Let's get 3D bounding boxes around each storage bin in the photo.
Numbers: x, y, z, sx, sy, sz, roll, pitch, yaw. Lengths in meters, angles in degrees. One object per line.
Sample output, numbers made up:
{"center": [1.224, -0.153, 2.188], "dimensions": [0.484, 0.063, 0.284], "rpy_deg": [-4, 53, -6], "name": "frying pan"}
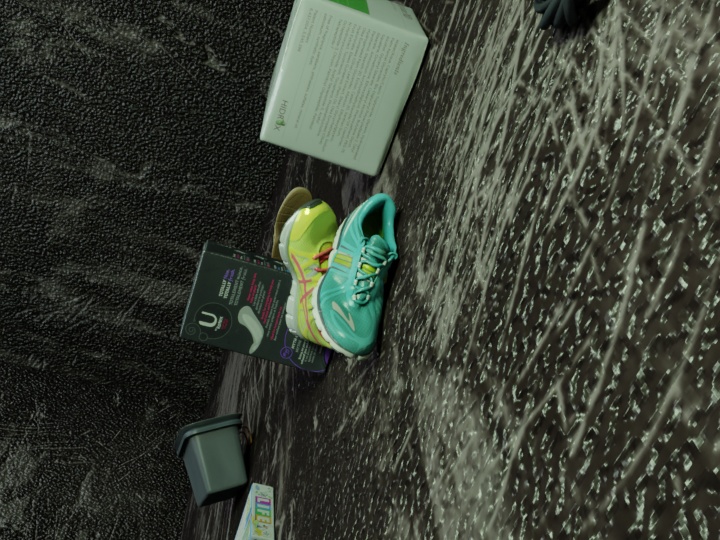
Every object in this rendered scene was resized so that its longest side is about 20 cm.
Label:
{"center": [-0.283, 0.383, 1.492], "dimensions": [0.200, 0.145, 0.135], "rpy_deg": [-53, 51, 58], "name": "storage bin"}

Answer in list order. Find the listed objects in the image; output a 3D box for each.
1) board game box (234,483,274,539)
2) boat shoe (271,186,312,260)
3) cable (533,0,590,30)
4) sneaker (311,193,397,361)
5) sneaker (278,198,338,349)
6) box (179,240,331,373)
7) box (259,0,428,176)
{"center": [-0.171, 0.438, 1.097], "dimensions": [0.135, 0.034, 0.201], "rpy_deg": [-115, 42, -72], "name": "board game box"}
{"center": [-0.154, -0.101, 1.621], "dimensions": [0.069, 0.073, 0.201], "rpy_deg": [-103, 30, -55], "name": "boat shoe"}
{"center": [0.152, -0.256, 0.471], "dimensions": [0.200, 0.050, 0.164], "rpy_deg": [122, 160, -52], "name": "cable"}
{"center": [0.000, 0.000, 0.794], "dimensions": [0.080, 0.077, 0.201], "rpy_deg": [-47, 29, 48], "name": "sneaker"}
{"center": [-0.040, 0.009, 0.889], "dimensions": [0.090, 0.078, 0.201], "rpy_deg": [32, 137, 38], "name": "sneaker"}
{"center": [-0.130, 0.048, 1.013], "dimensions": [0.106, 0.199, 0.123], "rpy_deg": [-135, 62, -76], "name": "box"}
{"center": [-0.027, -0.272, 1.023], "dimensions": [0.199, 0.170, 0.201], "rpy_deg": [-96, 25, -60], "name": "box"}
